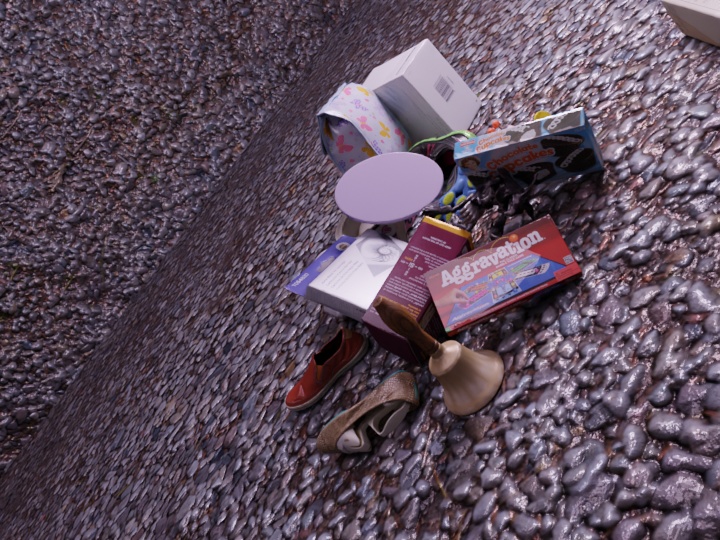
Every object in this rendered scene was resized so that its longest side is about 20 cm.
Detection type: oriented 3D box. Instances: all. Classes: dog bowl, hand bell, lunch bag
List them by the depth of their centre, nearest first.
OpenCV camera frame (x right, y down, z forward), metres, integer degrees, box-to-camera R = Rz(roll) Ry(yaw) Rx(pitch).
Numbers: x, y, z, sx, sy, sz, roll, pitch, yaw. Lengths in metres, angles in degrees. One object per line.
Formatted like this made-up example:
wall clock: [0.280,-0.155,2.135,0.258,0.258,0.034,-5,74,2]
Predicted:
hand bell: [0.089,0.098,0.885,0.104,0.200,0.104,-39,26,24]
dog bowl: [0.039,-0.113,1.425,0.200,0.074,0.200,-38,26,23]
lunch bag: [-0.002,-0.293,1.435,0.127,0.200,0.170,-26,24,34]

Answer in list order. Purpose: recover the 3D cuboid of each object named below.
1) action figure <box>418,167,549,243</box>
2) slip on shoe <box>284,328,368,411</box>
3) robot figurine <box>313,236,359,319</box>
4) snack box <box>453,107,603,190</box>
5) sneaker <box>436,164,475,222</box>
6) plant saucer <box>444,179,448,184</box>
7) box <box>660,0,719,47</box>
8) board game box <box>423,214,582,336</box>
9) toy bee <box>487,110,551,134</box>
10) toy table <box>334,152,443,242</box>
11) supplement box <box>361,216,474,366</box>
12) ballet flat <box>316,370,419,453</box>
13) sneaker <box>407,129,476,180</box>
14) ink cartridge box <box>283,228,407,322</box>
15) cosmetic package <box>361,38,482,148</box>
action figure: [0.197,-0.089,1.056,0.200,0.119,0.102,-15,44,43]
slip on shoe: [-0.073,0.179,1.213,0.200,0.061,0.074,-45,26,14]
robot figurine: [-0.024,0.013,1.304,0.200,0.113,0.170,6,78,62]
snack box: [0.258,-0.176,1.023,0.199,0.116,0.037,-11,58,30]
sneaker: [0.188,-0.142,1.228,0.083,0.071,0.200,55,-123,-77]
plant saucer: [0.200,-0.207,1.355,0.070,0.019,0.200,-55,26,-10]
box: [0.537,-0.385,0.963,0.095,0.078,0.200,-41,26,18]
board game box: [0.196,0.007,0.935,0.200,0.019,0.103,-26,56,10]
toy bee: [0.270,-0.209,1.132,0.200,0.109,0.131,-23,37,45]
toy table: [0.059,-0.145,1.264,0.117,0.199,0.185,50,-141,-78]
supplement box: [0.098,0.033,1.042,0.085,0.110,0.200,24,71,28]
ballet flat: [0.010,0.230,0.998,0.200,0.070,0.065,-45,39,19]
sneaker: [0.151,-0.223,1.349,0.200,0.077,0.084,-19,35,51]
ink cartridge box: [0.000,0.000,1.165,0.200,0.041,0.200,20,43,24]
cosmetic package: [0.125,-0.380,1.505,0.200,0.199,0.123,-7,47,57]
